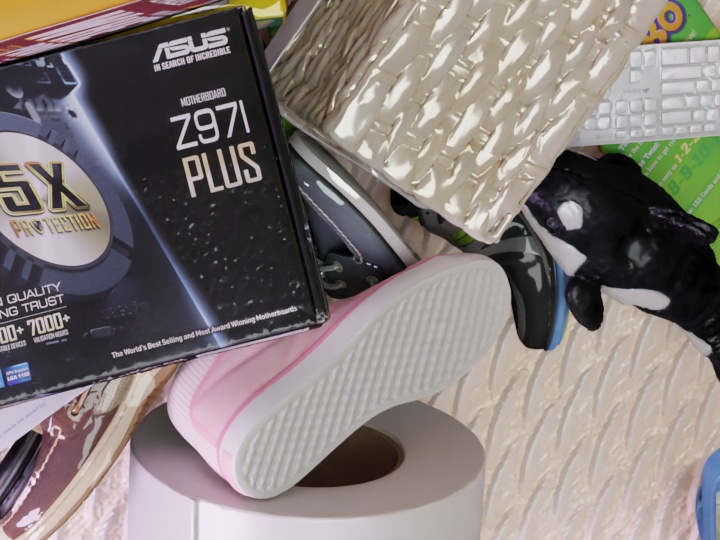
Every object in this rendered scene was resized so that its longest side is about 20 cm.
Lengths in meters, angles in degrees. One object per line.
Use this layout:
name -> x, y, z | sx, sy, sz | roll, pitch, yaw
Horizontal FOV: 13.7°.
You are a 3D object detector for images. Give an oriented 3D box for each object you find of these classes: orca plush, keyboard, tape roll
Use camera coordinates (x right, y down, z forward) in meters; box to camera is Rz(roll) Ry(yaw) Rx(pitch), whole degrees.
orca plush -> 0.173, -0.003, 1.697 | 0.200, 0.071, 0.105 | 53, 53, -24
keyboard -> 0.204, -0.105, 1.724 | 0.199, 0.011, 0.056 | -5, 110, -13
tape roll -> -0.033, 0.161, 1.686 | 0.202, 0.203, 0.140 | -2, 110, -13

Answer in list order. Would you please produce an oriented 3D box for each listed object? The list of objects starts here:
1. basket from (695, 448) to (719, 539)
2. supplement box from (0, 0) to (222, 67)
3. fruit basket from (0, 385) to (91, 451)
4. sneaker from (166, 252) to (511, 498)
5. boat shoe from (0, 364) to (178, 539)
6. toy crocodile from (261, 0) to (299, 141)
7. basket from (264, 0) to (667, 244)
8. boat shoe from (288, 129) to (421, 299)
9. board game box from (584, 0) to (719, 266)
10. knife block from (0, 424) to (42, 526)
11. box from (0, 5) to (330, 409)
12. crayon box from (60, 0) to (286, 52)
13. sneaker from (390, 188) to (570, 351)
basket -> 0.280, 0.156, 1.783 | 0.176, 0.139, 0.200 | -9, 142, -11
supplement box -> -0.167, -0.208, 1.446 | 0.197, 0.133, 0.200 | -16, 91, 13
fruit basket -> -0.193, -0.011, 1.599 | 0.185, 0.094, 0.200 | -37, 72, 0
sneaker -> -0.019, 0.041, 1.641 | 0.200, 0.105, 0.075 | -34, 126, -22
boat shoe -> -0.147, 0.059, 1.629 | 0.072, 0.072, 0.200 | 34, 100, -3
toy crocodile -> -0.034, -0.124, 1.665 | 0.200, 0.062, 0.068 | -32, 113, 4
basket -> 0.059, -0.131, 1.583 | 0.135, 0.123, 0.200 | 33, 95, -23
boat shoe -> 0.000, 0.000, 1.688 | 0.062, 0.073, 0.200 | -37, 133, 2
board game box -> 0.186, -0.087, 1.745 | 0.095, 0.030, 0.200 | -37, 116, 1
knife block -> -0.152, 0.064, 1.696 | 0.200, 0.064, 0.176 | -16, 113, -8
box -> -0.130, -0.027, 1.506 | 0.199, 0.086, 0.164 | -14, 87, -3
crayon box -> -0.148, -0.202, 1.563 | 0.199, 0.058, 0.173 | -8, 92, -2
sneaker -> 0.062, -0.041, 1.713 | 0.083, 0.071, 0.200 | -27, 109, 3
